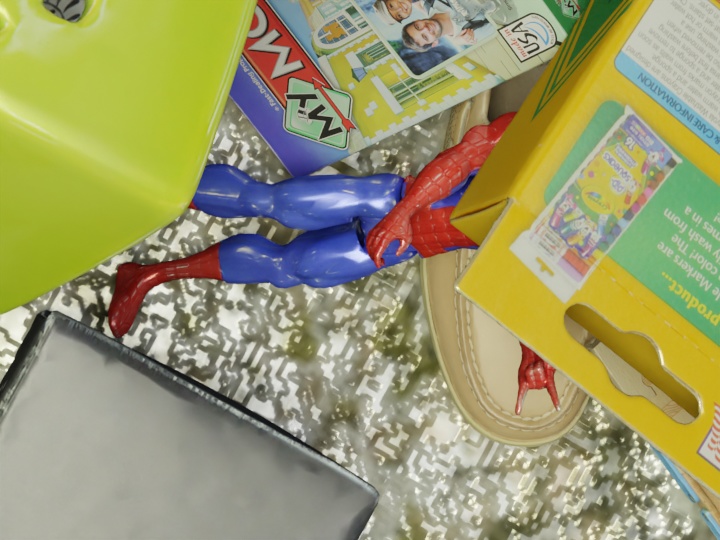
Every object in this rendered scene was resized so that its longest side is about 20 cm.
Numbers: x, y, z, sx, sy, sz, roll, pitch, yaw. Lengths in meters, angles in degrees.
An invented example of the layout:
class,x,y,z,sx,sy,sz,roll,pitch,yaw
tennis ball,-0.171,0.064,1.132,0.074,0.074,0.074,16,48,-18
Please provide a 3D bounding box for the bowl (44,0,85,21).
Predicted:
class,x,y,z,sx,sy,sz,roll,pitch,yaw
bowl,-0.198,-0.090,0.829,0.200,0.094,0.201,11,71,-37

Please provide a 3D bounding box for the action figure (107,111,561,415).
class,x,y,z,sx,sy,sz,roll,pitch,yaw
action figure,0.000,0.000,0.832,0.199,0.099,0.065,-10,127,14

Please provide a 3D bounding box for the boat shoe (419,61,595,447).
class,x,y,z,sx,sy,sz,roll,pitch,yaw
boat shoe,0.061,-0.036,0.890,0.071,0.065,0.201,1,90,-7

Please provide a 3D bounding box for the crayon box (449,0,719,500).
class,x,y,z,sx,sy,sz,roll,pitch,yaw
crayon box,0.118,-0.035,0.798,0.126,0.052,0.200,38,71,-13

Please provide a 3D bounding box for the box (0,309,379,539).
class,x,y,z,sx,sy,sz,roll,pitch,yaw
box,-0.100,0.124,0.803,0.117,0.197,0.200,28,86,-7

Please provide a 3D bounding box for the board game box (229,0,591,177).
class,x,y,z,sx,sy,sz,roll,pitch,yaw
board game box,-0.030,-0.134,0.833,0.200,0.134,0.029,52,41,-17

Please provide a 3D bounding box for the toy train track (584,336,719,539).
class,x,y,z,sx,sy,sz,roll,pitch,yaw
toy train track,0.144,0.099,0.910,0.115,0.033,0.200,-40,103,-15

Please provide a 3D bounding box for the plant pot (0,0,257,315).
class,x,y,z,sx,sy,sz,roll,pitch,yaw
plant pot,-0.143,-0.112,0.697,0.181,0.200,0.200,24,65,-25
